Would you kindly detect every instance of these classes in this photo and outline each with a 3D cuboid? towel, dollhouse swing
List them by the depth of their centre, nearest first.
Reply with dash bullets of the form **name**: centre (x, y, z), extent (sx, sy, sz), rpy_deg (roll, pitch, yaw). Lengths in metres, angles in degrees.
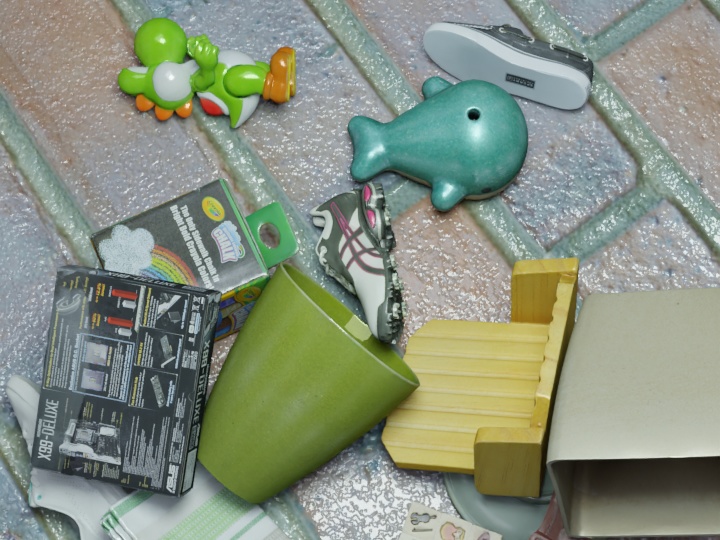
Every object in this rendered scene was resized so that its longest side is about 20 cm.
- **dollhouse swing**: centre (0.112, 0.097, 1.417), extent (0.174, 0.182, 0.202), rpy_deg (11, 61, 13)
- **towel**: centre (-0.143, 0.274, 1.422), extent (0.200, 0.031, 0.149), rpy_deg (44, 48, 11)

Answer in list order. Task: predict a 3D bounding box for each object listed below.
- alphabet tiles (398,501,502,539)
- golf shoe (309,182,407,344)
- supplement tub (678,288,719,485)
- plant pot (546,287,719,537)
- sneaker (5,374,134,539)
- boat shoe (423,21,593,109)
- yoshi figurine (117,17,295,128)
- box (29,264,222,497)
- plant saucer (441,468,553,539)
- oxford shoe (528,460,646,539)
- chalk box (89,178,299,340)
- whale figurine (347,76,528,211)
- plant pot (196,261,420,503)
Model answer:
- **alphabet tiles**: centre (0.064, 0.343, 1.436), extent (0.166, 0.008, 0.202), rpy_deg (20, 77, 7)
- **golf shoe**: centre (0.000, 0.000, 1.522), extent (0.087, 0.078, 0.201), rpy_deg (-12, 50, 3)
- **supplement tub**: centre (0.329, 0.129, 1.459), extent (0.121, 0.123, 0.202), rpy_deg (-15, 72, -5)
- **plant pot**: centre (0.278, 0.127, 1.316), extent (0.197, 0.201, 0.179), rpy_deg (-3, 60, 13)
- **sneaker**: centre (-0.314, 0.199, 1.466), extent (0.088, 0.075, 0.200), rpy_deg (-42, 77, -1)
- **boat shoe**: centre (0.171, -0.246, 1.623), extent (0.198, 0.070, 0.067), rpy_deg (18, 54, 9)
- **yoshi figurine**: centre (-0.173, -0.237, 1.602), extent (0.197, 0.113, 0.113), rpy_deg (0, 55, 3)
- **box**: centre (-0.228, 0.107, 1.395), extent (0.156, 0.050, 0.202), rpy_deg (9, 94, 9)
- **plant saucer**: centre (0.182, 0.189, 1.477), extent (0.198, 0.050, 0.202), rpy_deg (0, 71, -1)
- **oxford shoe**: centre (0.221, 0.245, 1.423), extent (0.070, 0.075, 0.201), rpy_deg (35, 81, 27)
- **chalk box**: centre (-0.163, -0.003, 1.506), extent (0.198, 0.124, 0.126), rpy_deg (-23, 71, -9)
- **whale figurine**: centre (0.085, -0.146, 1.564), extent (0.197, 0.104, 0.161), rpy_deg (-2, 71, 0)
- **plant pot**: centre (-0.072, 0.129, 1.444), extent (0.187, 0.187, 0.200), rpy_deg (41, 95, 13)
